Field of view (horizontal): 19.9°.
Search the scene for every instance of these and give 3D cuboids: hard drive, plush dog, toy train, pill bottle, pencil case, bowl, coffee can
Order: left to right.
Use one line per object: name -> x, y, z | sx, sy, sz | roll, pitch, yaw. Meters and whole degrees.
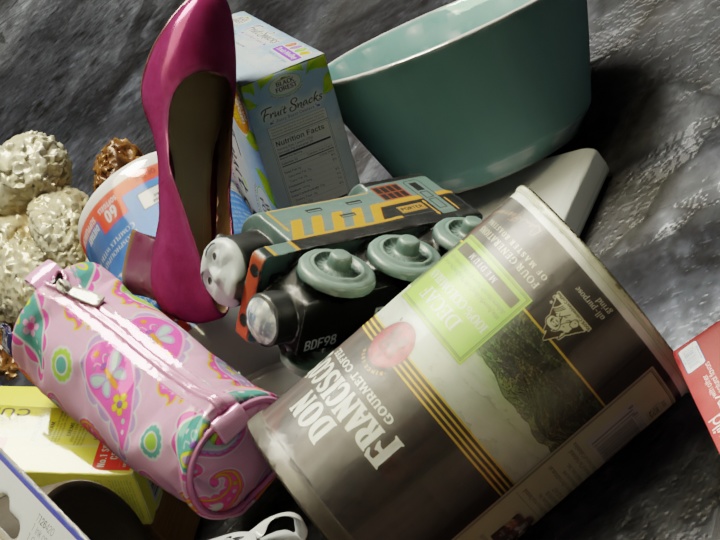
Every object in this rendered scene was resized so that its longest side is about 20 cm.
plush dog -> -0.184, 0.000, 1.503 | 0.171, 0.200, 0.161 | -16, 35, 28
pencil case -> -0.128, 0.067, 1.222 | 0.087, 0.088, 0.200 | -47, 50, -11
pill bottle -> -0.097, 0.027, 1.343 | 0.112, 0.112, 0.201 | -37, 63, 9
toy train -> 0.000, 0.000, 1.230 | 0.199, 0.086, 0.114 | -14, 38, -38
coffee can -> 0.060, 0.073, 1.117 | 0.200, 0.147, 0.146 | -41, 27, 0
hard drive -> 0.074, 0.011, 1.325 | 0.131, 0.026, 0.201 | -13, 38, 43
bowl -> 0.078, -0.122, 1.393 | 0.200, 0.106, 0.201 | -23, 12, 5

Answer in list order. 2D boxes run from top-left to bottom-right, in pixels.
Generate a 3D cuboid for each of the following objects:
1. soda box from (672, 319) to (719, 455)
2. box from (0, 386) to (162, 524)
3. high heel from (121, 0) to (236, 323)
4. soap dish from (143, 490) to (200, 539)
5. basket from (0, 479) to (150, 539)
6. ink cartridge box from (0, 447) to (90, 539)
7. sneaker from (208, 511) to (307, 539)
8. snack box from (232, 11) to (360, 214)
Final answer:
soda box -> 0.212, 0.094, 0.968 | 0.063, 0.070, 0.200 | -34, 27, 12
box -> -0.219, 0.115, 1.295 | 0.198, 0.050, 0.076 | 1, 45, 16
high heel -> -0.090, -0.069, 1.253 | 0.096, 0.067, 0.202 | 15, 99, 49
soap dish -> -0.168, 0.133, 1.403 | 0.157, 0.081, 0.201 | -25, 31, 30
basket -> -0.231, 0.206, 1.248 | 0.199, 0.180, 0.137 | -23, 56, 34
ink cartridge box -> -0.217, 0.200, 1.105 | 0.201, 0.047, 0.197 | -58, 40, 1
sneaker -> -0.060, 0.222, 1.059 | 0.114, 0.201, 0.075 | -21, 23, -31
snack box -> -0.053, -0.062, 1.403 | 0.067, 0.201, 0.169 | -24, 24, -14
